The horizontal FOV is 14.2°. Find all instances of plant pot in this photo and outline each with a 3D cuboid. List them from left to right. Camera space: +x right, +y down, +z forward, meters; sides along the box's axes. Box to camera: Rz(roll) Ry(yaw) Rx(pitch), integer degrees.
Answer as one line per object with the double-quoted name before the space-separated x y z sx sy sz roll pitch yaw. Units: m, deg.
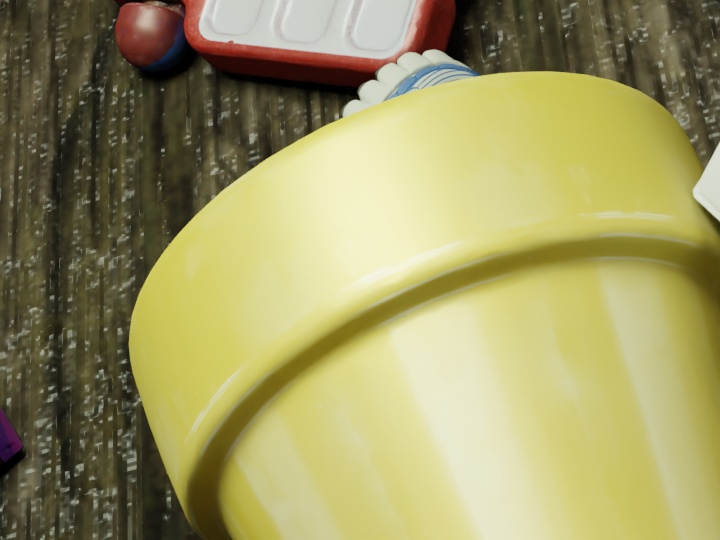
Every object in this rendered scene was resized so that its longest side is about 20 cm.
"plant pot" 0.048 0.071 0.911 0.200 0.201 0.189 -24 61 2

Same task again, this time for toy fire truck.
"toy fire truck" -0.038 -0.161 1.215 0.199 0.112 0.169 8 73 31

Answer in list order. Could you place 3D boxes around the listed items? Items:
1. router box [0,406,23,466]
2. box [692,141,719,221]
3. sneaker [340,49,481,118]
"router box" -0.248 0.055 1.138 0.149 0.051 0.200 -40 46 -16
"box" 0.246 -0.014 0.860 0.200 0.198 0.131 48 120 44
"sneaker" 0.000 0.000 1.063 0.089 0.079 0.200 24 63 40
